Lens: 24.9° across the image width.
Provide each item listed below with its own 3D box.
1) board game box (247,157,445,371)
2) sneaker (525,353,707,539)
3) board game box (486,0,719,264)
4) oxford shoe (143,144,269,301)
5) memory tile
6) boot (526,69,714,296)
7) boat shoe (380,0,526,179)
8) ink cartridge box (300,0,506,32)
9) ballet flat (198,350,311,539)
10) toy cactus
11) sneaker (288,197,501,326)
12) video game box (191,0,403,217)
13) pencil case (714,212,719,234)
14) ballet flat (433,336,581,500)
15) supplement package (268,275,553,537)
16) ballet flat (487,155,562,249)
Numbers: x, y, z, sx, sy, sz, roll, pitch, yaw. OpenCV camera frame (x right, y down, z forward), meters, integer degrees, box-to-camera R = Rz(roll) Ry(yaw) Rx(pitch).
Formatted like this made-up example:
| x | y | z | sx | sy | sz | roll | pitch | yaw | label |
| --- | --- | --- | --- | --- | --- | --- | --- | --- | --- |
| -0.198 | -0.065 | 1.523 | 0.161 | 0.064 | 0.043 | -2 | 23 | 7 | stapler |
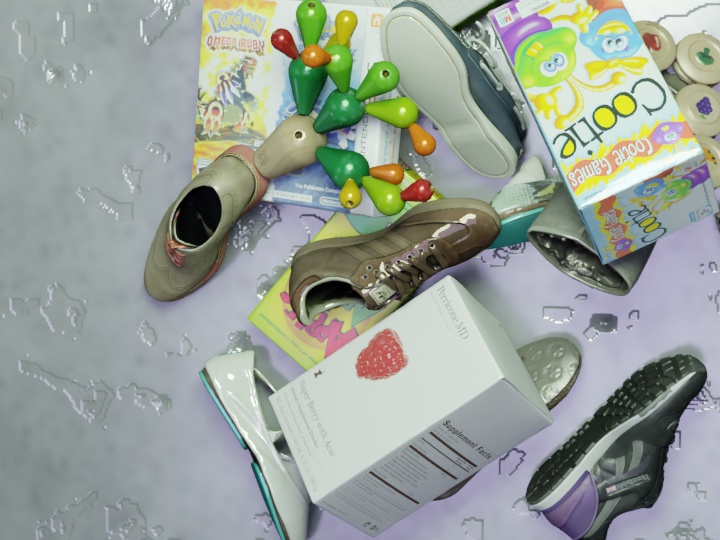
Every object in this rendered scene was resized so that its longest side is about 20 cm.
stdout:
| x | y | z | sx | sy | sz | roll | pitch | yaw | label |
| --- | --- | --- | --- | --- | --- | --- | --- | --- | --- |
| 0.000 | 0.000 | 1.489 | 0.102 | 0.048 | 0.200 | 41 | 101 | 4 | board game box |
| 0.247 | 0.162 | 1.460 | 0.088 | 0.076 | 0.200 | 42 | 105 | -11 | sneaker |
| 0.192 | -0.126 | 1.292 | 0.103 | 0.105 | 0.200 | -25 | 60 | 7 | board game box |
| -0.158 | -0.033 | 1.470 | 0.070 | 0.075 | 0.200 | 42 | 130 | 8 | oxford shoe |
| 0.311 | -0.130 | 1.374 | 0.200 | 0.017 | 0.154 | 11 | 66 | -10 | memory tile |
| 0.197 | -0.096 | 1.381 | 0.182 | 0.073 | 0.200 | 32 | 71 | 16 | boot |
| 0.086 | -0.164 | 1.403 | 0.075 | 0.062 | 0.200 | -8 | 136 | 42 | boat shoe |
| 0.034 | -0.268 | 1.447 | 0.200 | 0.076 | 0.148 | -29 | 91 | 36 | ink cartridge box |
| -0.081 | 0.164 | 1.518 | 0.069 | 0.069 | 0.200 | -26 | 90 | 12 | ballet flat |
| -0.030 | -0.121 | 1.370 | 0.165 | 0.102 | 0.200 | -32 | 88 | 38 | toy cactus |
| 0.030 | 0.001 | 1.407 | 0.200 | 0.076 | 0.070 | -17 | 136 | 24 | sneaker |
| -0.055 | -0.150 | 1.452 | 0.200 | 0.047 | 0.183 | 9 | 98 | 29 | video game box |
| 0.356 | 0.029 | 1.408 | 0.078 | 0.089 | 0.200 | -7 | 94 | 11 | pencil case |
| 0.125 | 0.138 | 1.486 | 0.200 | 0.046 | 0.067 | -45 | 53 | 6 | ballet flat |
| 0.044 | 0.122 | 1.436 | 0.200 | 0.120 | 0.121 | -35 | 54 | 11 | supplement package |
| 0.186 | -0.073 | 1.445 | 0.200 | 0.069 | 0.071 | -14 | 69 | 4 | ballet flat |
